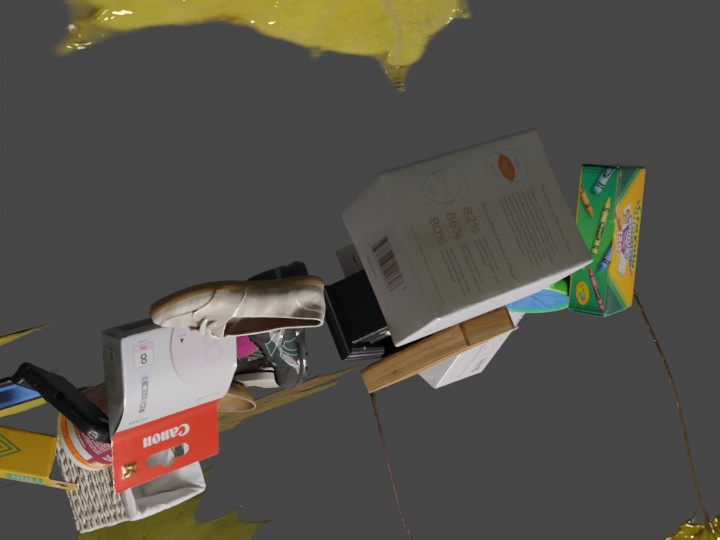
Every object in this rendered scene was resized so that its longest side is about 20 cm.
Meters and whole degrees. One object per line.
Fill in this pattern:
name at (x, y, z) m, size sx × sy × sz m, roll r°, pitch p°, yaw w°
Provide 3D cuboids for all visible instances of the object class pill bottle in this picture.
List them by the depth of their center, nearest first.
pill bottle at (-0.331, 0.203, 1.494) m, size 0.198 × 0.116 × 0.114 m, roll -27°, pitch 170°, yaw 28°

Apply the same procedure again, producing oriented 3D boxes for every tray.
tray at (0.097, 0.103, 1.350) m, size 0.098 × 0.038 × 0.199 m, roll -16°, pitch 168°, yaw -43°

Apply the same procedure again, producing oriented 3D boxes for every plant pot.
plant pot at (-0.262, 0.192, 1.651) m, size 0.196 × 0.028 × 0.200 m, roll 7°, pitch 162°, yaw 2°

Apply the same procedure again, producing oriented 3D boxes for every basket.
basket at (-0.413, 0.340, 1.856) m, size 0.159 × 0.201 × 0.199 m, roll -22°, pitch 173°, yaw 31°

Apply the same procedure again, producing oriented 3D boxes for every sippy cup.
sippy cup at (0.240, -0.019, 1.486) m, size 0.137 × 0.133 × 0.178 m, roll 2°, pitch 163°, yaw 8°

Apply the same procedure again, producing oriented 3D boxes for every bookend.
bookend at (0.073, 0.029, 1.276) m, size 0.198 × 0.093 × 0.199 m, roll -25°, pitch 171°, yaw 12°

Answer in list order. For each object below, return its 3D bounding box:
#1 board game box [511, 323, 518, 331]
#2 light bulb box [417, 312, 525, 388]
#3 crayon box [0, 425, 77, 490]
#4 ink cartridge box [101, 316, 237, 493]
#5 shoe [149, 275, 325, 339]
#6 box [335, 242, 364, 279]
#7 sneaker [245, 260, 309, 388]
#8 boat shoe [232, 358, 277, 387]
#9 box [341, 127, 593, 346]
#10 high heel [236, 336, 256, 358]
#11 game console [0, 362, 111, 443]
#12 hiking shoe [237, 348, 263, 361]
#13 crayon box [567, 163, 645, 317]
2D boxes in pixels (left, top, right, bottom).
board game box at (0.166, 0.074, 1.873) m, size 0.197 × 0.150 × 0.064 m, roll -20°, pitch 174°, yaw -17°
light bulb box at (0.170, 0.067, 1.688) m, size 0.199 × 0.125 × 0.199 m, roll -56°, pitch 159°, yaw 18°
crayon box at (-0.423, 0.210, 1.202) m, size 0.197 × 0.052 × 0.126 m, roll 14°, pitch 162°, yaw -14°
ink cartridge box at (-0.219, 0.151, 1.226) m, size 0.057 × 0.204 × 0.161 m, roll 9°, pitch -163°, yaw 44°
shoe at (-0.134, 0.045, 1.153) m, size 0.196 × 0.054 × 0.070 m, roll -7°, pitch 160°, yaw -10°
box at (0.000, 0.000, 1.363) m, size 0.038 × 0.042 × 0.200 m, roll -23°, pitch 170°, yaw 1°
sneaker at (-0.104, 0.069, 1.274) m, size 0.078 × 0.076 × 0.202 m, roll -8°, pitch 133°, yaw -15°
boat shoe at (-0.204, 0.154, 1.659) m, size 0.197 × 0.061 × 0.072 m, roll -6°, pitch 161°, yaw 34°
box at (0.107, -0.035, 1.051) m, size 0.198 × 0.154 × 0.106 m, roll -17°, pitch 170°, yaw -27°
high heel at (-0.205, 0.095, 1.346) m, size 0.095 × 0.068 × 0.198 m, roll -21°, pitch -176°, yaw -44°
game console at (-0.390, 0.181, 1.235) m, size 0.117 × 0.175 × 0.200 m, roll -49°, pitch 176°, yaw -10°
hiking shoe at (-0.148, 0.098, 1.456) m, size 0.099 × 0.077 × 0.200 m, roll -25°, pitch 172°, yaw -6°
crayon box at (0.342, -0.045, 1.442) m, size 0.057 × 0.204 × 0.118 m, roll 8°, pitch -171°, yaw 31°
